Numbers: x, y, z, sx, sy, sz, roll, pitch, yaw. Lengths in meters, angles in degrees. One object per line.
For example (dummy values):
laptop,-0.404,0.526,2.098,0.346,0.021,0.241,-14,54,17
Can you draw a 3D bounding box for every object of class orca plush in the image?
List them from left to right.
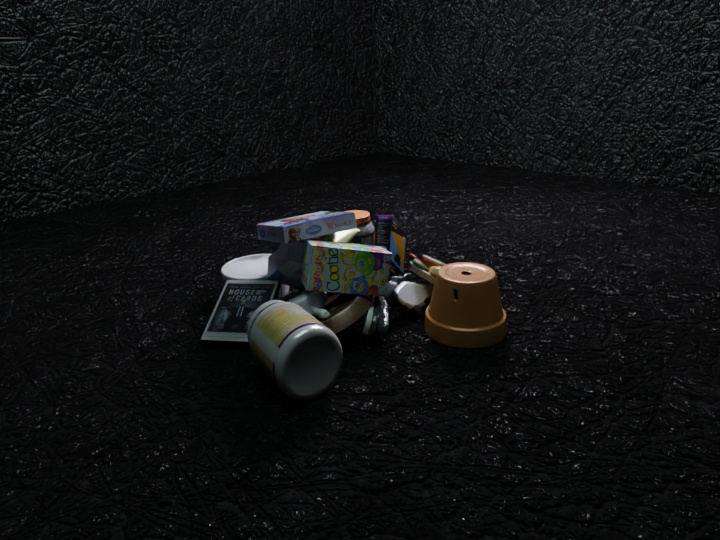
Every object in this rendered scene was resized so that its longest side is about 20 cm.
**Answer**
orca plush,0.127,0.062,1.402,0.070,0.107,0.199,-27,5,38

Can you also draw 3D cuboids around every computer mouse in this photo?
computer mouse,0.045,0.053,1.417,0.193,0.112,0.045,-1,43,-19

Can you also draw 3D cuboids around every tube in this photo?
tube,-0.068,-0.069,1.403,0.051,0.059,0.202,-19,26,34

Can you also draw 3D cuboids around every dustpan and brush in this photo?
dustpan and brush,-0.118,0.085,1.257,0.138,0.058,0.199,-33,8,-22

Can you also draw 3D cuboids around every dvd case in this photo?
dvd case,-0.287,0.101,1.313,0.144,0.025,0.204,0,43,10

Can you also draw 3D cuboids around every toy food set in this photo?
toy food set,0.216,0.010,1.446,0.196,0.050,0.197,33,11,39

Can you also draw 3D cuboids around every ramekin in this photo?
ramekin,-0.286,0.030,1.501,0.194,0.098,0.203,-3,21,1

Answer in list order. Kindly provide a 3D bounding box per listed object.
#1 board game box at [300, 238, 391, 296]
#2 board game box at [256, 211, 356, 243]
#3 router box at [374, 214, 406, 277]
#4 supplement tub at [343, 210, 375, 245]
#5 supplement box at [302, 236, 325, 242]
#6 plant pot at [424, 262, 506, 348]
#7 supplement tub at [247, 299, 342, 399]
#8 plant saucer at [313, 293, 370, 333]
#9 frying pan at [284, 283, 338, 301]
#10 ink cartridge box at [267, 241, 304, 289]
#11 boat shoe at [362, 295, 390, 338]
board game box,-0.037,-0.008,1.275,0.193,0.107,0.105,5,10,-16
board game box,-0.139,-0.112,1.352,0.195,0.043,0.198,-15,13,-28
router box,0.082,-0.055,1.490,0.049,0.155,0.200,2,-7,15
supplement tub,-0.015,-0.062,1.554,0.118,0.207,0.123,-2,19,1
supplement box,-0.093,-0.097,1.791,0.193,0.114,0.086,3,20,15
plant pot,0.246,0.071,1.256,0.192,0.145,0.201,-2,20,1
supplement tub,-0.139,0.151,1.083,0.141,0.151,0.198,-14,23,-29
plant saucer,-0.069,0.101,1.267,0.195,0.035,0.201,-26,14,7
frying pan,-0.131,0.070,1.421,0.188,0.114,0.032,-34,40,32
ink cartridge box,-0.135,-0.003,1.421,0.196,0.070,0.115,20,-36,-35
boat shoe,0.043,0.106,1.298,0.058,0.078,0.201,17,25,-1
